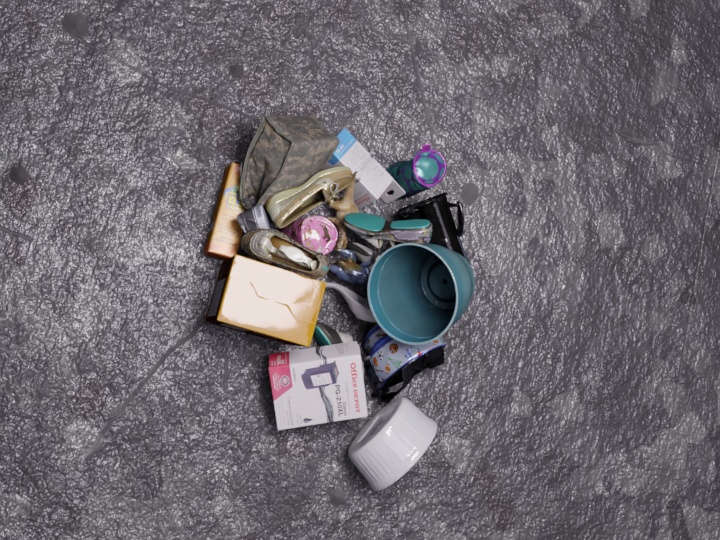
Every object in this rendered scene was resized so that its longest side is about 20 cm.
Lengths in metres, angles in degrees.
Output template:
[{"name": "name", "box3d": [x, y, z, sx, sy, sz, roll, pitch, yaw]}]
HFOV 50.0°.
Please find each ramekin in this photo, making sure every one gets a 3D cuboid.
[{"name": "ramekin", "box3d": [0.064, 0.371, 1.683, 0.098, 0.200, 0.200, 46, 74, -2]}]

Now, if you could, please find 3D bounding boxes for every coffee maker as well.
[{"name": "coffee maker", "box3d": [0.160, -0.058, 1.750, 0.191, 0.134, 0.203, -25, 96, -46]}]

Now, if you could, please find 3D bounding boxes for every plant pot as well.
[{"name": "plant pot", "box3d": [0.143, 0.035, 1.595, 0.187, 0.198, 0.203, -15, 92, -60]}]

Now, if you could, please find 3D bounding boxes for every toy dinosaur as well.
[{"name": "toy dinosaur", "box3d": [0.000, 0.000, 1.708, 0.181, 0.199, 0.106, 43, 55, -19]}, {"name": "toy dinosaur", "box3d": [-0.040, -0.142, 1.717, 0.058, 0.100, 0.203, -20, 129, -50]}]

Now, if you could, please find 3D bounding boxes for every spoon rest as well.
[{"name": "spoon rest", "box3d": [-0.023, 0.068, 1.696, 0.197, 0.099, 0.062, 12, 96, 11]}]

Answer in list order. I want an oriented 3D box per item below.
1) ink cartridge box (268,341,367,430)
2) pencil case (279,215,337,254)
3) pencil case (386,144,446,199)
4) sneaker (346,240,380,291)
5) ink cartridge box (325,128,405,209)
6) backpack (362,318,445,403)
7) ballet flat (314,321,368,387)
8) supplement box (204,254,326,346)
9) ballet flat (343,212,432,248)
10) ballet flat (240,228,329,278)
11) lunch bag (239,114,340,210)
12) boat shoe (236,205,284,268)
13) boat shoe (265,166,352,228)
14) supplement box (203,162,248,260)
[{"name": "ink cartridge box", "box3d": [-0.089, 0.245, 1.652, 0.197, 0.084, 0.147, -8, 105, -4]}, {"name": "pencil case", "box3d": [-0.115, -0.067, 1.640, 0.085, 0.200, 0.084, 2, 87, -20]}, {"name": "pencil case", "box3d": [0.118, -0.217, 1.728, 0.084, 0.200, 0.094, -3, 89, -18]}, {"name": "sneaker", "box3d": [0.032, 0.014, 1.755, 0.079, 0.074, 0.201, -42, 100, -11]}, {"name": "ink cartridge box", "box3d": [-0.005, -0.210, 1.729, 0.200, 0.116, 0.067, 45, 69, -11]}, {"name": "backpack", "box3d": [0.100, 0.174, 1.706, 0.199, 0.191, 0.155, -31, 83, -18]}, {"name": "ballet flat", "box3d": [-0.041, 0.189, 1.728, 0.068, 0.068, 0.202, -33, 108, -27]}, {"name": "supplement box", "box3d": [-0.201, 0.067, 1.603, 0.195, 0.200, 0.135, 18, 81, -17]}, {"name": "ballet flat", "box3d": [0.056, -0.077, 1.648, 0.197, 0.072, 0.073, 7, 84, 19]}, {"name": "ballet flat", "box3d": [-0.155, -0.040, 1.523, 0.198, 0.075, 0.069, 21, 86, 13]}, {"name": "lunch bag", "box3d": [-0.161, -0.219, 1.626, 0.118, 0.201, 0.163, 44, 32, 21]}, {"name": "boat shoe", "box3d": [-0.211, -0.051, 1.640, 0.067, 0.200, 0.074, -16, 53, 1]}, {"name": "boat shoe", "box3d": [-0.098, -0.152, 1.608, 0.199, 0.073, 0.064, -25, 65, -17]}, {"name": "supplement box", "box3d": [-0.278, -0.125, 1.659, 0.066, 0.069, 0.203, 16, 79, -18]}]
